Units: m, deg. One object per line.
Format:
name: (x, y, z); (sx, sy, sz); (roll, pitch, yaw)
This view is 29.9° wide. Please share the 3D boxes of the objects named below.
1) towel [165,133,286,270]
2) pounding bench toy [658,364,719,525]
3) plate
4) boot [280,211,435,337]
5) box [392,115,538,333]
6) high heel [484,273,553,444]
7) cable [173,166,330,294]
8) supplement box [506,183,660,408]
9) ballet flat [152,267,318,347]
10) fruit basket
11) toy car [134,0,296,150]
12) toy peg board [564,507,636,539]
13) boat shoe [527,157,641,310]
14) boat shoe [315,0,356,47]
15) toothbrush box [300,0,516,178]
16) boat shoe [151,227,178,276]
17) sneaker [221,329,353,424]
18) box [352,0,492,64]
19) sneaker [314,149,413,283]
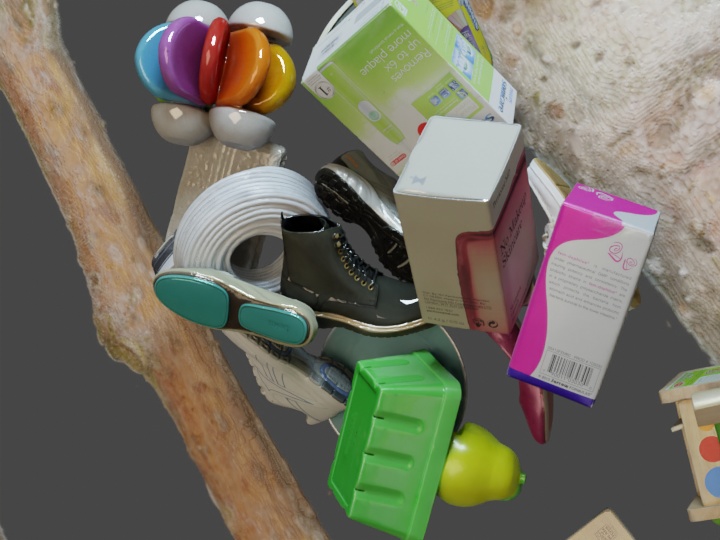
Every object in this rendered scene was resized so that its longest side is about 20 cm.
towel: (-0.172, -0.081, 1.713); (0.131, 0.034, 0.202); (22, 103, 19)
pounding bench toy: (0.389, 0.187, 1.394); (0.123, 0.200, 0.158); (-13, 90, 24)
plate: (0.041, 0.136, 1.644); (0.198, 0.026, 0.203); (3, 98, 24)
boot: (0.000, 0.000, 1.559); (0.197, 0.078, 0.140); (0, 126, 3)
box: (0.120, -0.048, 1.472); (0.108, 0.129, 0.201); (8, 138, 22)
high heel: (0.168, 0.103, 1.558); (0.095, 0.067, 0.203); (-10, 77, 15)
cable: (-0.125, -0.025, 1.615); (0.197, 0.070, 0.202); (-8, 128, -14)
supplement box: (0.238, 0.024, 1.435); (0.100, 0.103, 0.202); (20, 112, 11)
ballet flat: (-0.141, 0.037, 1.560); (0.198, 0.069, 0.070); (20, 104, 6)
fruit basket: (0.084, 0.209, 1.565); (0.213, 0.155, 0.218); (-6, 108, -17)
toy car: (-0.183, -0.245, 1.621); (0.198, 0.150, 0.177); (7, 83, 24)
toy peg board: (0.271, 0.407, 1.545); (0.199, 0.098, 0.201); (-39, 80, 7)
boat shoe: (0.233, -0.030, 1.512); (0.069, 0.071, 0.201); (-35, 82, 22)
boat shoe: (0.013, -0.288, 1.585); (0.062, 0.073, 0.201); (42, 105, 19)
toothbrush box: (0.056, -0.205, 1.508); (0.145, 0.087, 0.200); (-35, 115, 31)
boat shoe: (-0.183, -0.055, 1.668); (0.200, 0.071, 0.068); (-45, 47, 15)
sneaker: (-0.098, 0.119, 1.621); (0.200, 0.075, 0.087); (41, 122, -14)
box: (0.072, -0.276, 1.533); (0.116, 0.049, 0.201); (-15, 120, 22)
sneaker: (0.038, -0.063, 1.597); (0.200, 0.079, 0.074); (47, 143, -4)
